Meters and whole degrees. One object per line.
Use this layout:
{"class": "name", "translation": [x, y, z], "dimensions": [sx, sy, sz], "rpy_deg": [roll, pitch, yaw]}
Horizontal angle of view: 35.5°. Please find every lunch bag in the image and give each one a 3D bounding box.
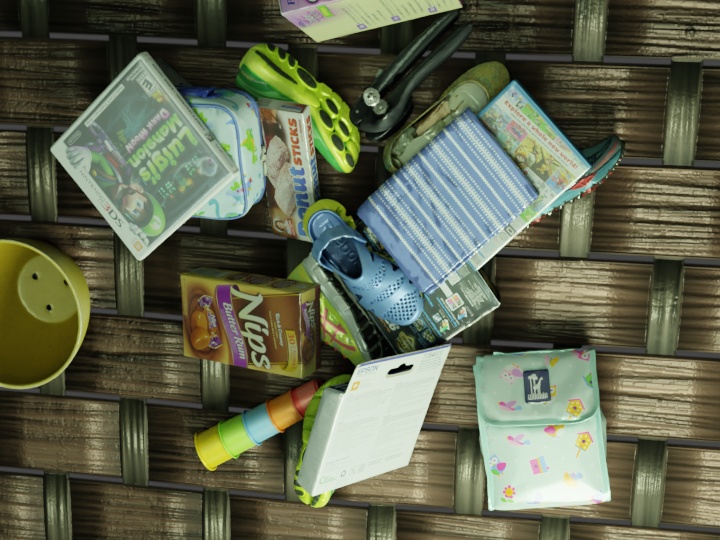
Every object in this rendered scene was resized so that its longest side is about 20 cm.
{"class": "lunch bag", "translation": [-0.217, -0.152, 1.411], "dimensions": [0.197, 0.083, 0.163], "rpy_deg": [5, 117, 20]}
{"class": "lunch bag", "translation": [0.240, 0.204, 1.487], "dimensions": [0.167, 0.122, 0.204], "rpy_deg": [-5, 95, 12]}

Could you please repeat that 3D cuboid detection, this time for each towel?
{"class": "towel", "translation": [0.108, -0.083, 1.409], "dimensions": [0.200, 0.024, 0.145], "rpy_deg": [-41, 89, 16]}

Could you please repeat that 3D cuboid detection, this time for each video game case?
{"class": "video game case", "translation": [0.169, -0.117, 1.407], "dimensions": [0.143, 0.018, 0.200], "rpy_deg": [47, 113, 1]}
{"class": "video game case", "translation": [-0.268, -0.136, 1.381], "dimensions": [0.199, 0.023, 0.183], "rpy_deg": [-36, 95, 31]}

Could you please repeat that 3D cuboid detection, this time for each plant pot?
{"class": "plant pot", "translation": [-0.449, 0.043, 1.537], "dimensions": [0.196, 0.142, 0.204], "rpy_deg": [2, 103, 8]}

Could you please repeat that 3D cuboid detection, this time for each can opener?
{"class": "can opener", "translation": [0.062, -0.253, 1.432], "dimensions": [0.063, 0.079, 0.201], "rpy_deg": [40, 98, 9]}

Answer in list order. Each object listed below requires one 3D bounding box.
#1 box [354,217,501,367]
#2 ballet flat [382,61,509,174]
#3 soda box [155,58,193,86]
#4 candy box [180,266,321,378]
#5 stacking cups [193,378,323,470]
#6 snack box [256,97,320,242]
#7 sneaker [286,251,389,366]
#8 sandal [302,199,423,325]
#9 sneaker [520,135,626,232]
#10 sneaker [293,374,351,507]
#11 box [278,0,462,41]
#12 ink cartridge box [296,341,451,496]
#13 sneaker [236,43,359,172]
{"class": "box", "translation": [0.070, 0.003, 1.499], "dimensions": [0.158, 0.046, 0.201], "rpy_deg": [-34, 97, 15]}
{"class": "ballet flat", "translation": [0.110, -0.189, 1.436], "dimensions": [0.199, 0.071, 0.071], "rpy_deg": [-37, 96, 15]}
{"class": "soda box", "translation": [-0.216, -0.187, 1.486], "dimensions": [0.199, 0.063, 0.068], "rpy_deg": [41, 107, -3]}
{"class": "candy box", "translation": [-0.148, 0.067, 1.510], "dimensions": [0.197, 0.056, 0.119], "rpy_deg": [7, 106, 28]}
{"class": "stacking cups", "translation": [-0.136, 0.211, 1.583], "dimensions": [0.198, 0.061, 0.061], "rpy_deg": [-28, 99, 9]}
{"class": "snack box", "translation": [-0.091, -0.127, 1.453], "dimensions": [0.071, 0.024, 0.202], "rpy_deg": [11, 132, 20]}
{"class": "sneaker", "translation": [-0.034, 0.073, 1.524], "dimensions": [0.090, 0.078, 0.202], "rpy_deg": [-31, 91, 22]}
{"class": "sandal", "translation": [0.000, 0.000, 1.438], "dimensions": [0.199, 0.087, 0.080], "rpy_deg": [41, 105, -9]}
{"class": "sneaker", "translation": [0.239, -0.125, 1.427], "dimensions": [0.198, 0.079, 0.096], "rpy_deg": [-31, 96, 14]}
{"class": "sneaker", "translation": [-0.041, 0.226, 1.551], "dimensions": [0.073, 0.083, 0.203], "rpy_deg": [24, 111, 13]}
{"class": "box", "translation": [0.011, -0.357, 1.345], "dimensions": [0.197, 0.176, 0.098], "rpy_deg": [-11, 90, 12]}
{"class": "ink cartridge box", "translation": [0.019, 0.184, 1.474], "dimensions": [0.040, 0.198, 0.203], "rpy_deg": [34, 116, 34]}
{"class": "sneaker", "translation": [-0.079, -0.206, 1.460], "dimensions": [0.200, 0.074, 0.083], "rpy_deg": [45, 137, -10]}
